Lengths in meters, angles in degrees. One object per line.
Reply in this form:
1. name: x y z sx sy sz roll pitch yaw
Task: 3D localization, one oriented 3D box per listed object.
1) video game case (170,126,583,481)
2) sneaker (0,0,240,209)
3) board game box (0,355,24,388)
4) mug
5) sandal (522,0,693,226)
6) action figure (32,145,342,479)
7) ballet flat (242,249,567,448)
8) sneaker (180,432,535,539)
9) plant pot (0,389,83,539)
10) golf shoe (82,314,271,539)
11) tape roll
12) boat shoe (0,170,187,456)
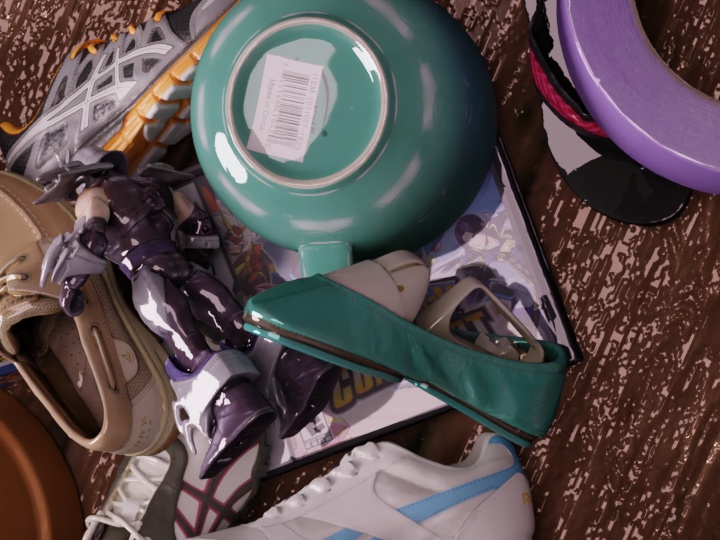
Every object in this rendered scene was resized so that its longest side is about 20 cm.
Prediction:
1. video game case: 0.000 0.000 1.183 0.199 0.025 0.181 -22 83 15
2. sneaker: -0.129 -0.105 1.198 0.200 0.078 0.077 -42 73 12
3. board game box: -0.259 -0.021 1.203 0.034 0.135 0.200 -34 80 39
4. mug: -0.004 -0.070 1.113 0.152 0.114 0.185 -35 80 12
5. sandal: 0.121 -0.117 1.139 0.075 0.045 0.201 -20 83 14
6. action figure: -0.103 0.007 1.116 0.200 0.130 0.069 52 128 20
7. ballet flat: 0.028 0.029 1.083 0.067 0.200 0.071 27 92 56
8. sneaker: -0.006 0.135 1.142 0.199 0.077 0.081 -7 84 -9
9. plant pot: -0.274 0.157 1.201 0.199 0.140 0.201 0 88 15
10. golf shoe: -0.105 0.127 1.164 0.077 0.088 0.201 11 98 32
11. tape roll: 0.201 -0.141 1.081 0.199 0.066 0.201 0 83 1
12. boat shoe: -0.170 0.018 1.146 0.200 0.064 0.071 48 114 27
